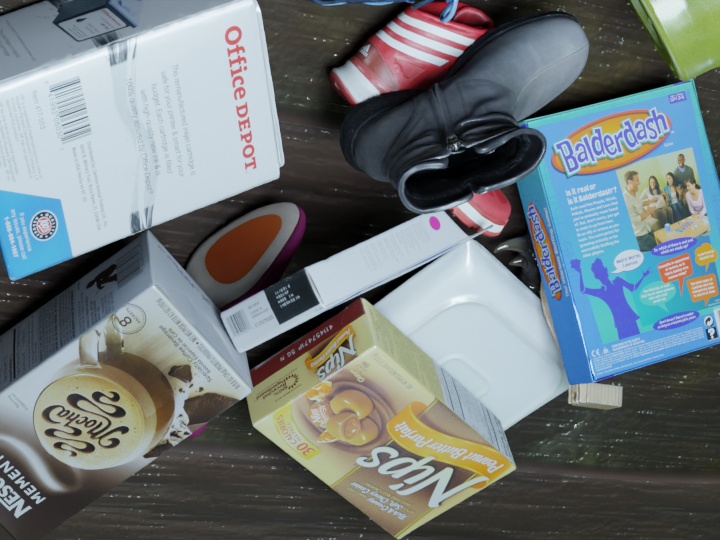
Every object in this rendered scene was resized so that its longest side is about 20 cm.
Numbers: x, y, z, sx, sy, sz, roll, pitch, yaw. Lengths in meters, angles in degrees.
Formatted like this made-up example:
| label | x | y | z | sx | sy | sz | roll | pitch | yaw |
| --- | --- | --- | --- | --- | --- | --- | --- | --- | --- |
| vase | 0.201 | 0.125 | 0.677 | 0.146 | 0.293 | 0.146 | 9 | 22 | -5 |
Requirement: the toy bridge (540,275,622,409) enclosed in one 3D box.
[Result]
| label | x | y | z | sx | sy | sz | roll | pitch | yaw |
| --- | --- | --- | --- | --- | --- | --- | --- | --- | --- |
| toy bridge | 0.172 | 0.003 | 1.679 | 0.067 | 0.027 | 0.202 | 7 | 82 | -21 |

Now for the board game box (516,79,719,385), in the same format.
| label | x | y | z | sx | sy | sz | roll | pitch | yaw |
| --- | --- | --- | --- | --- | --- | --- | --- | --- | --- |
| board game box | 0.204 | -0.030 | 1.656 | 0.151 | 0.045 | 0.202 | -14 | 90 | -22 |

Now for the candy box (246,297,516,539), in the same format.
| label | x | y | z | sx | sy | sz | roll | pitch | yaw |
| --- | --- | --- | --- | --- | --- | --- | --- | --- | --- |
| candy box | 0.016 | 0.115 | 1.653 | 0.115 | 0.056 | 0.200 | -32 | 135 | 17 |

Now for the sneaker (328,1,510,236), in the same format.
| label | x | y | z | sx | sy | sz | roll | pitch | yaw |
| --- | --- | --- | --- | --- | --- | --- | --- | --- | --- |
| sneaker | 0.076 | -0.114 | 1.571 | 0.116 | 0.078 | 0.200 | -44 | 134 | 5 |

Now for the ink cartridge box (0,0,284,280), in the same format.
| label | x | y | z | sx | sy | sz | roll | pitch | yaw |
| --- | --- | --- | --- | --- | --- | --- | --- | --- | --- |
| ink cartridge box | -0.163 | -0.103 | 1.424 | 0.199 | 0.086 | 0.147 | -23 | 131 | -18 |

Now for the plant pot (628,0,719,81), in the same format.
| label | x | y | z | sx | sy | sz | roll | pitch | yaw |
| --- | --- | --- | --- | --- | --- | --- | --- | --- | --- |
| plant pot | 0.277 | -0.235 | 1.549 | 0.192 | 0.201 | 0.201 | -31 | 133 | 6 |

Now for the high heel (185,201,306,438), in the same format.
| label | x | y | z | sx | sy | sz | roll | pitch | yaw |
| --- | --- | --- | --- | --- | --- | --- | --- | --- | --- |
| high heel | -0.094 | 0.037 | 1.585 | 0.200 | 0.068 | 0.096 | -43 | 138 | 13 |

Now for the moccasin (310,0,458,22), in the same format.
| label | x | y | z | sx | sy | sz | roll | pitch | yaw |
| --- | --- | --- | --- | --- | --- | --- | --- | --- | --- |
| moccasin | 0.035 | -0.202 | 1.486 | 0.199 | 0.068 | 0.081 | -15 | 134 | -23 |

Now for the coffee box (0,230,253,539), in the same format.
| label | x | y | z | sx | sy | sz | roll | pitch | yaw |
| --- | --- | --- | --- | --- | --- | --- | --- | --- | --- |
| coffee box | -0.187 | 0.083 | 1.500 | 0.199 | 0.080 | 0.113 | -35 | 119 | 11 |

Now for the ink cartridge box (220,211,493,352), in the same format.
| label | x | y | z | sx | sy | sz | roll | pitch | yaw |
| --- | --- | --- | --- | --- | --- | --- | --- | --- | --- |
| ink cartridge box | 0.000 | 0.000 | 1.537 | 0.094 | 0.037 | 0.199 | -28 | 176 | 42 |

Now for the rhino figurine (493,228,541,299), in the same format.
| label | x | y | z | sx | sy | sz | roll | pitch | yaw |
| --- | --- | --- | --- | --- | --- | --- | --- | --- | --- |
| rhino figurine | 0.178 | 0.019 | 1.738 | 0.199 | 0.060 | 0.088 | 24 | 105 | -36 |

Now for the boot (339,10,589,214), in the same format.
| label | x | y | z | sx | sy | sz | roll | pitch | yaw |
| --- | --- | --- | --- | --- | --- | --- | --- | --- | --- |
| boot | 0.094 | -0.100 | 1.475 | 0.199 | 0.132 | 0.070 | -32 | 118 | -13 |

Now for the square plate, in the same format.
| label | x | y | z | sx | sy | sz | roll | pitch | yaw |
| --- | --- | --- | --- | --- | --- | --- | --- | --- | --- |
| square plate | 0.065 | 0.084 | 1.700 | 0.198 | 0.029 | 0.200 | -36 | 133 | 16 |
